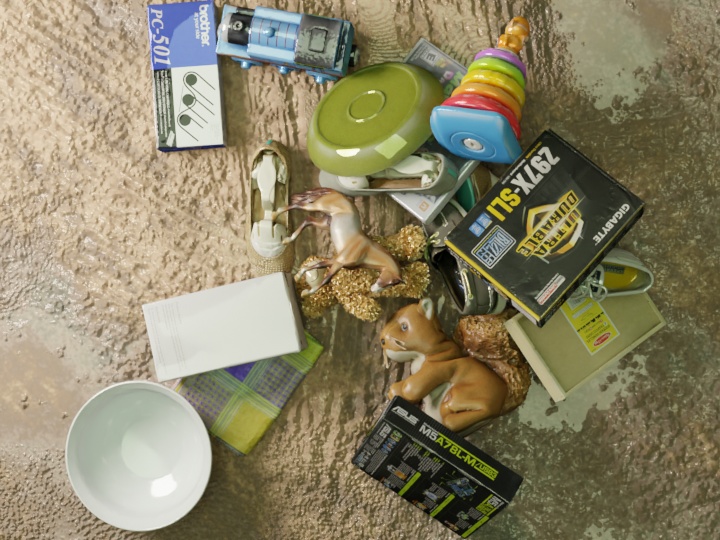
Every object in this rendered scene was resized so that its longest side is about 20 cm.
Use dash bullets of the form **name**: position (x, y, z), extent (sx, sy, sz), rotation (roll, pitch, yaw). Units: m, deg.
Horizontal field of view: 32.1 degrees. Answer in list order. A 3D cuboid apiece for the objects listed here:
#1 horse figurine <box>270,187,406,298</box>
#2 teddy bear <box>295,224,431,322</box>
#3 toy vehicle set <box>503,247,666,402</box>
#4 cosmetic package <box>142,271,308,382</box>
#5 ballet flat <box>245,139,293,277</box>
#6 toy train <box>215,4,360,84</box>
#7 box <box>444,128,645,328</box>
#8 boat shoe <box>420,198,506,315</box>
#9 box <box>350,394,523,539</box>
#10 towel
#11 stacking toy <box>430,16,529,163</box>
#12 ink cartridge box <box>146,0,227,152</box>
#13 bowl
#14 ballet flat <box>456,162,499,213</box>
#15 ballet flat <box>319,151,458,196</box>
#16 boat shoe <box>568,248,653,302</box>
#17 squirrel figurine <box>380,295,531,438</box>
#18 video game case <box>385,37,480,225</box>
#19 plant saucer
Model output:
- **horse figurine**: position (-0.036, -0.044, 1.639), extent (0.132, 0.050, 0.200), rotation (-23, 58, -1)
- **teddy bear**: position (0.000, 0.000, 1.670), extent (0.200, 0.067, 0.145), rotation (6, 89, 23)
- **toy vehicle set**: position (0.299, 0.070, 1.655), extent (0.200, 0.027, 0.124), rotation (-31, 87, -26)
- **cosmetic package**: position (-0.181, 0.076, 1.682), extent (0.200, 0.081, 0.113), rotation (-11, 88, 3)
- **ballet flat**: position (-0.128, -0.081, 1.709), extent (0.070, 0.065, 0.200), rotation (-3, 89, 5)
- **toy train**: position (-0.100, -0.310, 1.685), extent (0.200, 0.114, 0.087), rotation (12, 90, 3)
- **box**: position (0.228, -0.054, 1.554), extent (0.160, 0.049, 0.200), rotation (41, 83, 19)
- **boat shoe**: position (0.122, -0.022, 1.653), extent (0.060, 0.072, 0.202), rotation (-10, 53, -27)
- **box**: position (0.094, 0.260, 1.629), extent (0.193, 0.200, 0.048), rotation (31, 62, 3)
- **towel**: position (-0.160, 0.144, 1.730), extent (0.144, 0.023, 0.200), rotation (38, 92, 4)
- **stacking toy**: position (0.175, -0.245, 1.609), extent (0.110, 0.116, 0.200), rotation (11, 69, 28)
- **ink cartridge box**: position (-0.239, -0.268, 1.728), extent (0.094, 0.044, 0.200), rotation (-5, 89, 2)
- **bowl**: position (-0.292, 0.246, 1.702), extent (0.201, 0.090, 0.201), rotation (0, 91, 3)
- **ballet flat**: position (0.175, -0.077, 1.690), extent (0.072, 0.068, 0.200), rotation (-10, 79, -14)
- **ballet flat**: position (0.029, -0.134, 1.647), extent (0.200, 0.064, 0.067), rotation (2, 78, 22)
- **boat shoe**: position (0.287, 0.008, 1.597), extent (0.202, 0.086, 0.075), rotation (6, 106, -23)
- **squirrel figurine**: position (0.125, 0.120, 1.673), extent (0.200, 0.142, 0.187), rotation (-25, 75, -15)
- **video game case**: position (0.087, -0.190, 1.686), extent (0.182, 0.023, 0.200), rotation (40, 92, 25)
- **plant saucer**: position (0.013, -0.210, 1.655), extent (0.200, 0.031, 0.200), rotation (-15, 48, 18)
